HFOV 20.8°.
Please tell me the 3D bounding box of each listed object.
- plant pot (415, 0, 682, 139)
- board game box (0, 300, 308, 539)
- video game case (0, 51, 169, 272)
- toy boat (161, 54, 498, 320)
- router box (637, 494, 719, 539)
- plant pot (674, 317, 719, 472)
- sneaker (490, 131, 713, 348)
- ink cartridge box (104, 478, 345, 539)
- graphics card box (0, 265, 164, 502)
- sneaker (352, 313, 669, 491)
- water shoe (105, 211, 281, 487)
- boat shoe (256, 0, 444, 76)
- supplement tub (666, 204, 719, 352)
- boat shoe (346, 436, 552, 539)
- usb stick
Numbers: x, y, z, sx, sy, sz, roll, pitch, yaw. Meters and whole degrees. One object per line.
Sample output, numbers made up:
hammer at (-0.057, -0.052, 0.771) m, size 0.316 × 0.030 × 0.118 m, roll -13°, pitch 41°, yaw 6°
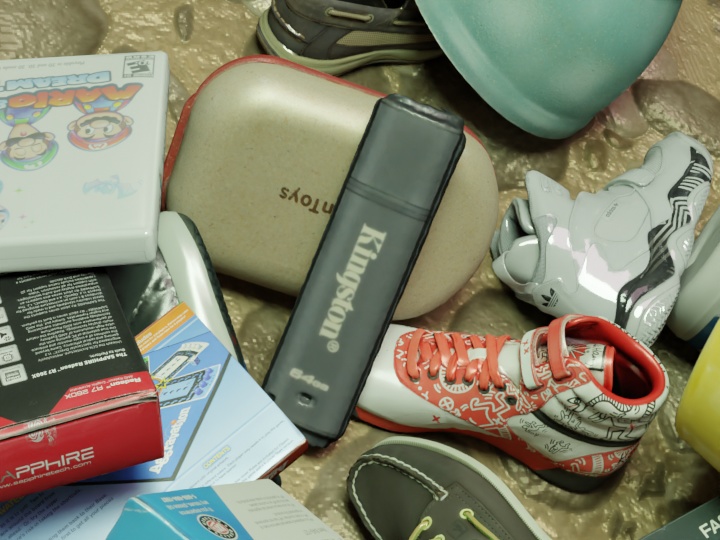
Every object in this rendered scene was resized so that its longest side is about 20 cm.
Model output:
plant pot at (0.138, -0.205, 1.275) m, size 0.200 × 0.134 × 0.202 m, roll 34°, pitch 41°, yaw -35°
board game box at (-0.134, 0.113, 0.987) m, size 0.199 × 0.019 × 0.103 m, roll -38°, pitch 74°, yaw -19°
video game case at (-0.203, -0.059, 1.045) m, size 0.198 × 0.024 × 0.183 m, roll -3°, pitch 36°, yaw -1°
toy boat at (-0.017, -0.056, 1.166) m, size 0.198 × 0.132 × 0.131 m, roll 18°, pitch 20°, yaw -10°
router box at (0.201, 0.214, 1.092) m, size 0.199 × 0.062 × 0.150 m, roll -21°, pitch 66°, yaw -36°
plant pot at (0.283, 0.082, 1.075) m, size 0.188 × 0.202 × 0.201 m, roll 30°, pitch 47°, yaw 19°
sneaker at (0.152, -0.036, 1.243) m, size 0.114 × 0.075 × 0.201 m, roll 26°, pitch 45°, yaw -2°
ink cartridge box at (-0.032, 0.211, 0.870) m, size 0.199 × 0.145 × 0.147 m, roll 36°, pitch 9°, yaw 20°
graphics card box at (-0.184, 0.031, 0.989) m, size 0.124 × 0.051 × 0.201 m, roll -15°, pitch 42°, yaw -15°
sneaker at (0.076, 0.053, 1.120) m, size 0.200 × 0.108 × 0.068 m, roll 21°, pitch 50°, yaw -10°
water shoe at (-0.099, 0.068, 1.066) m, size 0.078 × 0.072 × 0.202 m, roll -19°, pitch 68°, yaw 0°
boat shoe at (0.025, -0.181, 1.290) m, size 0.199 × 0.073 × 0.075 m, roll -25°, pitch 70°, yaw -37°
supplement tub at (0.304, 0.028, 1.224) m, size 0.199 × 0.145 × 0.145 m, roll 35°, pitch 49°, yaw 1°
boat shoe at (0.060, 0.155, 1.029) m, size 0.201 × 0.072 × 0.060 m, roll 36°, pitch 29°, yaw 33°
usb stick at (0.000, 0.000, 1.087) m, size 0.055 × 0.202 × 0.033 m, roll 22°, pitch 8°, yaw -7°
